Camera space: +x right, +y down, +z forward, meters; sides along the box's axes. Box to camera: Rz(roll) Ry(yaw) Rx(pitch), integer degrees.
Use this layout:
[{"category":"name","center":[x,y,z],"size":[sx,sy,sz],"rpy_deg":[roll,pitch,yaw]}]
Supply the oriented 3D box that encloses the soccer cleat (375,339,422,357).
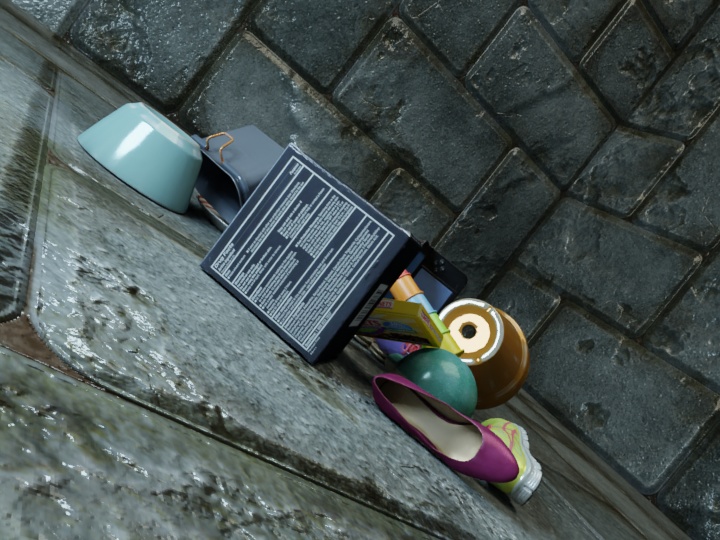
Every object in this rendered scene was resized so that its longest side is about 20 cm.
[{"category":"soccer cleat","center":[0.110,0.157,1.085],"size":[0.200,0.067,0.076],"rpy_deg":[41,-7,-16]}]

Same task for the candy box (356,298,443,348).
[{"category":"candy box","center":[0.012,0.069,0.931],"size":[0.199,0.026,0.102],"rpy_deg":[5,-30,30]}]

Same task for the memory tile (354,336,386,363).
[{"category":"memory tile","center":[0.070,0.172,1.172],"size":[0.200,0.017,0.153],"rpy_deg":[39,4,21]}]

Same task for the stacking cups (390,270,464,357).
[{"category":"stacking cups","center":[0.091,0.068,1.068],"size":[0.200,0.060,0.060],"rpy_deg":[55,9,18]}]

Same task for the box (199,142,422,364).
[{"category":"box","center":[-0.060,-0.020,0.840],"size":[0.198,0.200,0.123],"rpy_deg":[39,5,12]}]

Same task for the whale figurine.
[{"category":"whale figurine","center":[0.111,0.166,0.964],"size":[0.159,0.104,0.200],"rpy_deg":[38,1,3]}]

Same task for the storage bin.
[{"category":"storage bin","center":[-0.203,-0.181,1.130],"size":[0.200,0.134,0.146],"rpy_deg":[39,-33,36]}]

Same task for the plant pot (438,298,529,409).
[{"category":"plant pot","center":[0.212,0.142,1.205],"size":[0.200,0.200,0.183],"rpy_deg":[40,-8,27]}]

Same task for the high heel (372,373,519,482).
[{"category":"high heel","center":[0.098,0.194,0.787],"size":[0.200,0.068,0.096],"rpy_deg":[24,-14,29]}]

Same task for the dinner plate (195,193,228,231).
[{"category":"dinner plate","center":[-0.234,-0.078,1.225],"size":[0.200,0.024,0.200],"rpy_deg":[38,3,-2]}]

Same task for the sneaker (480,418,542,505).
[{"category":"sneaker","center":[0.191,0.252,0.926],"size":[0.090,0.078,0.200],"rpy_deg":[31,3,-5]}]

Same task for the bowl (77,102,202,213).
[{"category":"bowl","center":[-0.335,-0.193,1.037],"size":[0.201,0.105,0.201],"rpy_deg":[39,4,-3]}]

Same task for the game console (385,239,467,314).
[{"category":"game console","center":[0.102,0.057,1.199],"size":[0.172,0.200,0.119],"rpy_deg":[37,4,-19]}]
